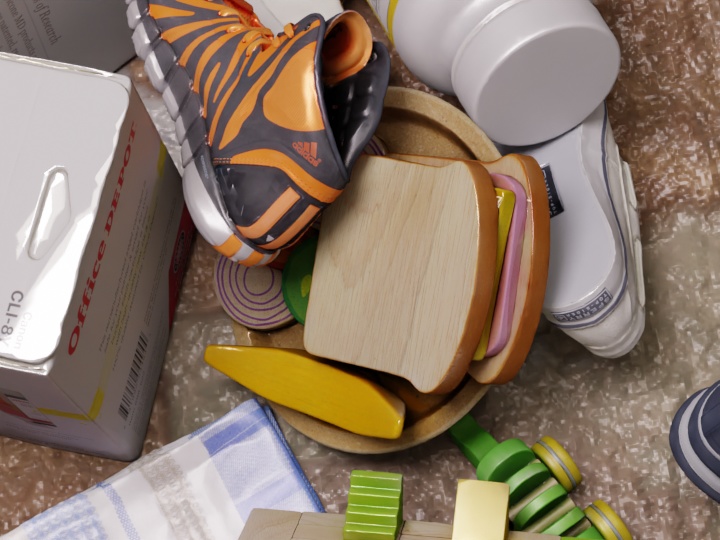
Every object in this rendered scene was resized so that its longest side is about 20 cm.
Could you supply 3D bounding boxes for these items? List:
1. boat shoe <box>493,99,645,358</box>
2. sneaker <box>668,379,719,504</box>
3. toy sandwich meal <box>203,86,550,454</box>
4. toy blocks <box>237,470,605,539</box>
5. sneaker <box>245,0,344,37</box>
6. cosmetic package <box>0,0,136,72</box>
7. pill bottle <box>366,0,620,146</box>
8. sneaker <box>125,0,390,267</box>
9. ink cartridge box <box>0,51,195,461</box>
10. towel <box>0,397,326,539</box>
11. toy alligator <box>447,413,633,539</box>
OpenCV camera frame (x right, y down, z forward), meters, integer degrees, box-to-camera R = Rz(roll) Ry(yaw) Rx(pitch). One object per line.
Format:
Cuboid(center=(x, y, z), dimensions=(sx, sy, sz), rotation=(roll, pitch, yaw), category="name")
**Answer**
Cuboid(center=(0.111, -0.038, 1.051), dimensions=(0.071, 0.070, 0.200), rotation=(-26, 44, 16), category="boat shoe")
Cuboid(center=(0.248, 0.077, 1.005), dimensions=(0.200, 0.108, 0.070), rotation=(5, 64, -26), category="sneaker")
Cuboid(center=(0.000, 0.000, 0.999), dimensions=(0.205, 0.070, 0.206), rotation=(-4, 83, 35), category="toy sandwich meal")
Cuboid(center=(0.009, 0.169, 0.916), dimensions=(0.200, 0.137, 0.100), rotation=(4, 114, 10), category="toy blocks")
Cuboid(center=(-0.059, -0.162, 1.118), dimensions=(0.085, 0.073, 0.200), rotation=(-25, 67, -29), category="sneaker")
Cuboid(center=(-0.239, -0.160, 1.069), dimensions=(0.200, 0.166, 0.167), rotation=(-39, 72, -11), category="cosmetic package")
Cuboid(center=(0.054, -0.161, 1.052), dimensions=(0.111, 0.111, 0.200), rotation=(-24, 55, -5), category="pill bottle")
Cuboid(center=(-0.044, -0.107, 0.999), dimensions=(0.112, 0.078, 0.200), rotation=(-38, 57, 28), category="sneaker")
Cuboid(center=(-0.147, -0.002, 0.982), dimensions=(0.083, 0.200, 0.145), rotation=(11, 74, 8), category="ink cartridge box")
Cuboid(center=(-0.105, 0.167, 1.015), dimensions=(0.200, 0.024, 0.147), rotation=(-28, 71, -6), category="towel")
Cuboid(center=(0.108, 0.144, 0.991), dimensions=(0.059, 0.054, 0.200), rotation=(-36, 71, -8), category="toy alligator")
